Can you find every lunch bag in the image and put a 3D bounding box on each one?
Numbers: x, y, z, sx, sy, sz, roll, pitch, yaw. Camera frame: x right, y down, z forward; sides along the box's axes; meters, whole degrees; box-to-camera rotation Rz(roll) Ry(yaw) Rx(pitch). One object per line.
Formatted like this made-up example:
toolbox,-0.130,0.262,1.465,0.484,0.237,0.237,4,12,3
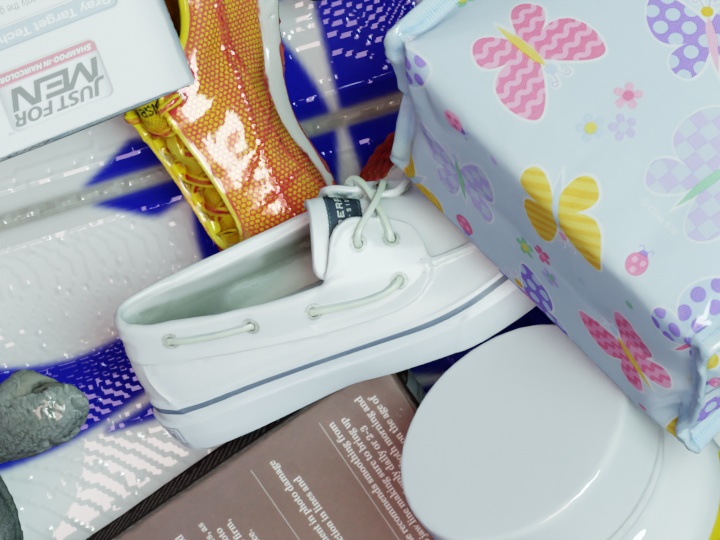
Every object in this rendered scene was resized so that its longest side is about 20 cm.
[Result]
lunch bag,0.132,-0.070,0.940,0.200,0.127,0.170,-38,69,-16

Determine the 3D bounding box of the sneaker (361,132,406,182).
sneaker,0.089,-0.071,1.080,0.200,0.073,0.077,-41,105,14

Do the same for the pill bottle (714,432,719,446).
pill bottle,0.207,-0.011,1.051,0.112,0.112,0.200,32,110,-1

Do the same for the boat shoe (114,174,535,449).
boat shoe,0.000,0.000,1.012,0.199,0.074,0.067,-29,121,4

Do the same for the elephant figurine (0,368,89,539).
elephant figurine,-0.197,0.119,1.077,0.199,0.155,0.142,4,74,11

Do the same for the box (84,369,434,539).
box,-0.042,0.125,1.106,0.200,0.075,0.100,-34,94,4

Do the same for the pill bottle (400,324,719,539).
pill bottle,0.105,0.114,1.030,0.114,0.114,0.200,-37,130,6

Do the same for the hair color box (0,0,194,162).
hair color box,-0.144,-0.146,0.999,0.099,0.061,0.201,-21,95,-3

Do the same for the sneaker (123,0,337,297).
sneaker,-0.060,-0.054,1.078,0.077,0.073,0.201,-19,90,-32
